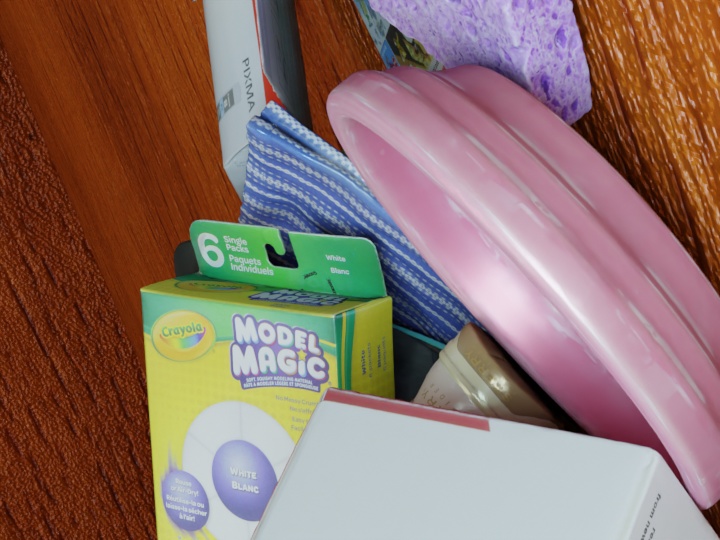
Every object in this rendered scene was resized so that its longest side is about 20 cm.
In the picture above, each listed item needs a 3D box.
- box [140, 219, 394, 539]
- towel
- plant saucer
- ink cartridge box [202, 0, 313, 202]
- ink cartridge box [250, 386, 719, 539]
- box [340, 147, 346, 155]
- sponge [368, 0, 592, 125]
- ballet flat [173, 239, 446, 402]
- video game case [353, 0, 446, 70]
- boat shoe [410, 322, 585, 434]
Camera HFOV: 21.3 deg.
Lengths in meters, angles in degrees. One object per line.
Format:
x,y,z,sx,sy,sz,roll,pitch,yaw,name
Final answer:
-0.040,0.080,0.872,0.117,0.048,0.200,6,103,36,box
0.000,0.000,0.902,0.145,0.024,0.200,37,165,5,towel
0.070,-0.002,0.691,0.201,0.051,0.201,48,175,6,plant saucer
-0.059,-0.133,0.902,0.200,0.047,0.160,65,-163,-77,ink cartridge box
0.071,0.137,0.721,0.144,0.084,0.200,8,151,37,ink cartridge box
0.006,-0.012,0.994,0.075,0.050,0.200,39,165,2,box
0.007,-0.138,0.723,0.200,0.030,0.112,42,164,41,sponge
-0.036,0.038,0.928,0.200,0.068,0.068,22,146,38,ballet flat
0.007,-0.156,0.832,0.200,0.018,0.143,64,167,4,video game case
0.060,0.077,0.845,0.072,0.065,0.200,49,-176,20,boat shoe
